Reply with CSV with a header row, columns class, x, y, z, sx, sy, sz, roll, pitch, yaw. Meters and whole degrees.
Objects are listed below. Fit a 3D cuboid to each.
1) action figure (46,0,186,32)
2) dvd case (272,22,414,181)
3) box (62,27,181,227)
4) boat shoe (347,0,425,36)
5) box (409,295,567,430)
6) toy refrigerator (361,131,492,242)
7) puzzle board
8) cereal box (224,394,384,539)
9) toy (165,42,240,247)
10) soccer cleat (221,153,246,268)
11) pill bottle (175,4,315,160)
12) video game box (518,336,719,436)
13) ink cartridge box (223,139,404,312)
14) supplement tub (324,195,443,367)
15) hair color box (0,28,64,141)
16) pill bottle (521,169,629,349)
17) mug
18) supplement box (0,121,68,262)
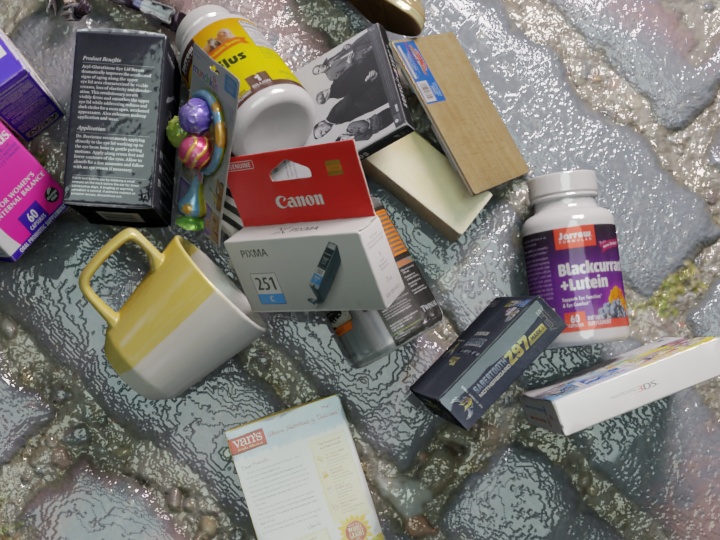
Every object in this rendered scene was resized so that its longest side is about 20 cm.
class,x,y,z,sx,sy,sz,roll,pitch,yaw
action figure,-0.302,-0.353,1.368,0.198,0.069,0.131,16,93,3
dvd case,-0.042,-0.178,1.315,0.199,0.025,0.151,-27,59,22
box,-0.271,-0.160,1.310,0.103,0.148,0.202,3,83,-2
boat shoe,0.009,-0.350,1.356,0.200,0.073,0.063,39,77,24
box,0.138,0.100,1.278,0.051,0.200,0.158,44,85,-2
toy refrigerator,0.059,-0.125,1.359,0.200,0.076,0.070,39,84,2
puzzle board,0.117,-0.189,1.348,0.017,0.150,0.201,-32,85,36
cereal box,-0.063,0.261,1.333,0.143,0.040,0.202,-17,85,-5
toy,-0.186,-0.136,1.262,0.047,0.115,0.201,-12,126,-32
soccer cleat,-0.159,-0.098,1.351,0.085,0.068,0.201,-31,78,23
pill bottle,-0.140,-0.220,1.311,0.109,0.109,0.200,-32,55,-5
video game box,0.295,0.129,1.293,0.198,0.182,0.047,-21,86,-4
ink cartridge box,-0.066,-0.042,1.227,0.045,0.199,0.177,-41,119,-45
supplement tub,0.000,0.000,1.320,0.122,0.123,0.201,-29,86,-5
hair color box,-0.408,-0.226,1.282,0.065,0.200,0.110,-37,87,-7
pill bottle,0.250,-0.012,1.339,0.110,0.111,0.202,-7,85,-4
mug,-0.223,0.053,1.302,0.153,0.149,0.187,-44,83,3
supplement box,-0.437,-0.115,1.269,0.200,0.103,0.101,50,65,-25
